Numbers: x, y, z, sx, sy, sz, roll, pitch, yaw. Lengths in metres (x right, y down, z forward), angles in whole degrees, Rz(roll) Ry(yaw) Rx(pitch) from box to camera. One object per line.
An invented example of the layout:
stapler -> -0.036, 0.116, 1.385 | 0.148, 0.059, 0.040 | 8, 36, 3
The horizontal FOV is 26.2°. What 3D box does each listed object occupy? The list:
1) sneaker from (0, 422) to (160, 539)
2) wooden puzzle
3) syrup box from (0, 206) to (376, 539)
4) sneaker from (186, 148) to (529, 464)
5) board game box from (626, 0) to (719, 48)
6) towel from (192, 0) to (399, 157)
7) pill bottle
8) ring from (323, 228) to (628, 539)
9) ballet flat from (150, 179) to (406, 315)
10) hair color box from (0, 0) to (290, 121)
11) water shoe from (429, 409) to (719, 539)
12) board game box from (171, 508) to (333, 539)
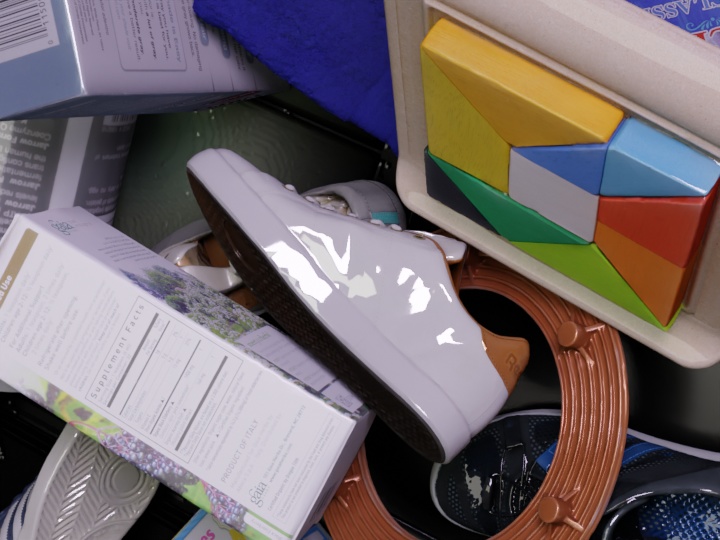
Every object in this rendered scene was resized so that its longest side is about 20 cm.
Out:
sneaker -> -0.181, 0.143, 0.918 | 0.084, 0.075, 0.202 | 31, 96, 54
wooden puzzle -> 0.086, -0.043, 0.656 | 0.184, 0.201, 0.037 | 31, 66, 17
syrup box -> -0.095, 0.051, 0.780 | 0.199, 0.079, 0.082 | 30, 99, 7
sneaker -> 0.000, 0.000, 0.762 | 0.085, 0.073, 0.200 | -41, 73, -17
board game box -> 0.183, -0.072, 0.661 | 0.198, 0.041, 0.200 | -10, 134, 27
towel -> 0.030, -0.124, 0.737 | 0.199, 0.050, 0.148 | 33, 135, -8
pill bottle -> -0.194, -0.044, 0.870 | 0.113, 0.114, 0.202 | 21, 105, 21
ring -> 0.046, 0.073, 0.780 | 0.199, 0.019, 0.203 | -13, 70, 40
ballet flat -> -0.069, -0.003, 0.844 | 0.198, 0.064, 0.068 | -20, 84, 27
hair color box -> -0.113, -0.131, 0.772 | 0.060, 0.200, 0.100 | -11, 92, 26
water shoe -> 0.119, 0.113, 0.761 | 0.198, 0.079, 0.073 | 3, 98, 25
board game box -> -0.080, 0.225, 0.895 | 0.135, 0.034, 0.200 | 48, 113, 13
